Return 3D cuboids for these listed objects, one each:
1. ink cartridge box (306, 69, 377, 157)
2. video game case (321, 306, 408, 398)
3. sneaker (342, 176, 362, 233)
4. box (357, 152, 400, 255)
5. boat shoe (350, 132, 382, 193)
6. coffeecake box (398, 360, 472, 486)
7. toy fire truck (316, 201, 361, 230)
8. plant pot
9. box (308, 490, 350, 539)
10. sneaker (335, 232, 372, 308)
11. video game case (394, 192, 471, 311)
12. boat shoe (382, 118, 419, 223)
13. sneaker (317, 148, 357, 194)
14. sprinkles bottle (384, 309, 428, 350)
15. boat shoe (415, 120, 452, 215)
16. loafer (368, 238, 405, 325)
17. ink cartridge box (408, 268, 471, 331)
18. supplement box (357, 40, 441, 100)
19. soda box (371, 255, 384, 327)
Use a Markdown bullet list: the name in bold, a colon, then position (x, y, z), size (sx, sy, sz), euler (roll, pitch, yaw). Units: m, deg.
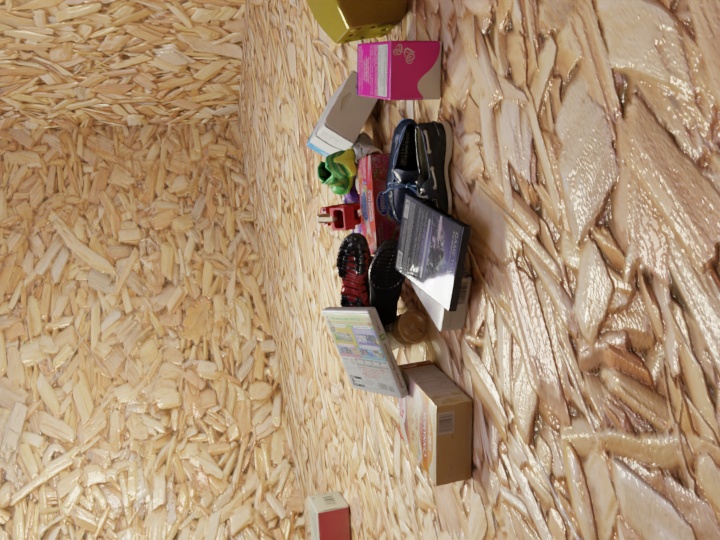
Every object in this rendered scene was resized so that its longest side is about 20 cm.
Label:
- **ink cartridge box**: position (-0.041, -0.351, 1.617), size (0.146, 0.083, 0.200), euler (-63, 13, -10)
- **video game case**: position (0.006, 0.159, 1.394), size (0.199, 0.022, 0.184), euler (-4, 109, 61)
- **sneaker**: position (0.013, -0.123, 1.633), size (0.088, 0.079, 0.203), euler (-163, 64, -65)
- **box**: position (0.055, -0.134, 1.431), size (0.100, 0.094, 0.203), euler (-169, 74, -74)
- **boat shoe**: position (0.026, -0.246, 1.570), size (0.069, 0.070, 0.202), euler (-44, 40, 36)
- **coffeecake box**: position (0.136, 0.280, 1.319), size (0.200, 0.072, 0.156), euler (-140, 46, -69)
- **toy fire truck**: position (-0.045, -0.119, 1.537), size (0.199, 0.140, 0.050), euler (3, 102, 51)
- **plant pot**: position (-0.005, -0.561, 1.364), size (0.195, 0.192, 0.203), euler (-176, 72, -74)
- **box**: position (-0.097, 0.830, 2.237), size (0.128, 0.107, 0.203), euler (-158, 63, -72)
- **sneaker**: position (0.000, 0.000, 1.410), size (0.098, 0.070, 0.203), euler (-48, -34, -44)
- **video game case**: position (0.118, -0.036, 1.196), size (0.200, 0.019, 0.145), euler (-140, 53, -57)
- **boat shoe**: position (0.081, -0.188, 1.342), size (0.069, 0.083, 0.203), euler (-127, 31, -81)
- **sneaker**: position (-0.055, -0.219, 1.534), size (0.200, 0.082, 0.075), euler (117, 150, -77)
- **sprinkles bottle**: position (0.080, 0.130, 1.476), size (0.200, 0.067, 0.069), euler (143, 120, -71)
- **boat shoe**: position (0.124, -0.161, 1.243), size (0.076, 0.059, 0.203), euler (-156, 62, -71)
- **loafer**: position (0.050, 0.013, 1.371), size (0.072, 0.072, 0.202), euler (-79, 0, -52)
- **ink cartridge box**: position (0.136, 0.007, 1.277), size (0.201, 0.050, 0.110), euler (-117, 26, -54)
- **supplement box**: position (0.068, -0.372, 1.303), size (0.200, 0.100, 0.105), euler (-136, 44, -65)
- **soda box**: position (0.022, 0.073, 1.520), size (0.071, 0.063, 0.202), euler (125, 163, -51)
